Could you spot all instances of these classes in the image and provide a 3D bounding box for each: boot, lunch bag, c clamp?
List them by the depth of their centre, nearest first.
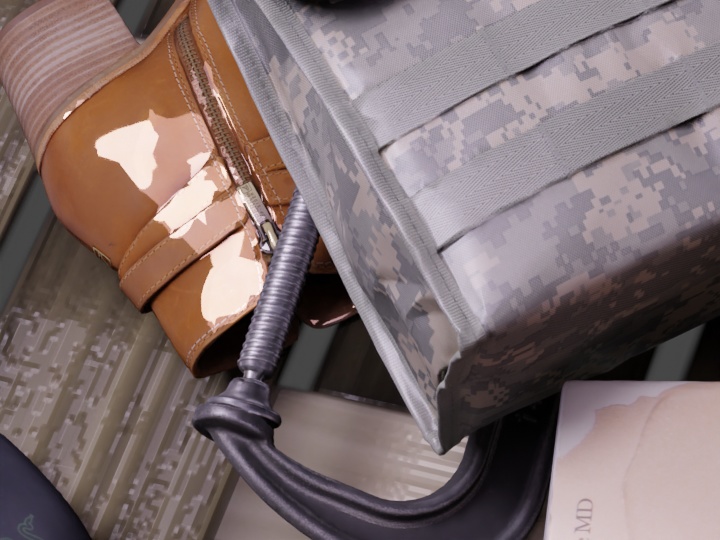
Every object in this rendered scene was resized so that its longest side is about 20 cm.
[{"bbox_3d":[0.052,-0.074,0.926,0.163,0.118,0.200,-24,69,-13],"label":"lunch bag"},{"bbox_3d":[0.000,0.000,0.966,0.170,0.027,0.201,17,67,-14],"label":"c clamp"},{"bbox_3d":[-0.018,-0.065,1.024,0.199,0.077,0.156,-28,62,-12],"label":"boot"}]

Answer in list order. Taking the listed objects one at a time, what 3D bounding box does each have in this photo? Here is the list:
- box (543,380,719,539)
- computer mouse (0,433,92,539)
[{"bbox_3d":[0.159,0.090,0.874,0.199,0.078,0.095,-1,61,16],"label":"box"},{"bbox_3d":[-0.161,0.075,0.969,0.200,0.053,0.138,34,39,25],"label":"computer mouse"}]
